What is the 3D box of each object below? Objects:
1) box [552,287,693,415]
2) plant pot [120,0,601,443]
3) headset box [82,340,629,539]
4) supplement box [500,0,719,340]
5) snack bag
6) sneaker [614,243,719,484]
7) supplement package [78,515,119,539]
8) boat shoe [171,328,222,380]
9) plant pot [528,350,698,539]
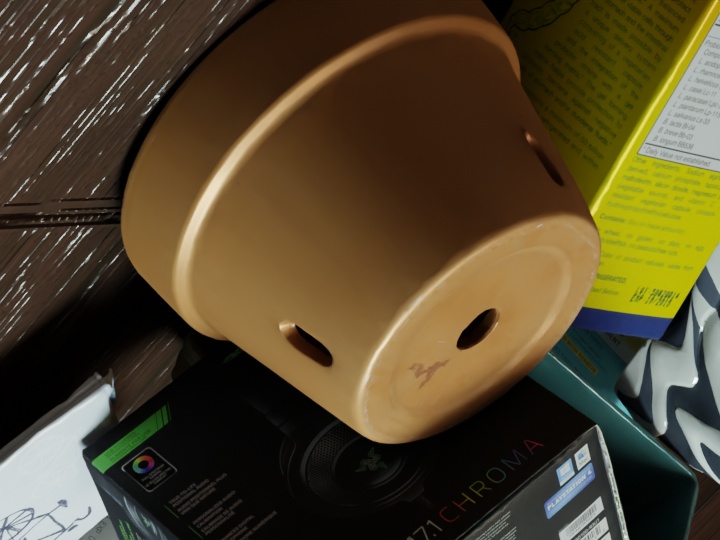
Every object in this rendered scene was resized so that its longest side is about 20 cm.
[{"bbox_3d":[0.150,0.005,1.481,0.049,0.082,0.200,-29,157,-33],"label":"box"},{"bbox_3d":[0.014,-0.019,1.193,0.199,0.140,0.201,-32,152,-19],"label":"plant pot"},{"bbox_3d":[-0.007,0.104,1.267,0.174,0.200,0.093,-37,137,-19],"label":"headset box"},{"bbox_3d":[0.130,-0.081,1.293,0.108,0.110,0.201,9,118,-46],"label":"supplement box"},{"bbox_3d":[-0.185,0.141,1.302,0.200,0.021,0.189,-38,162,-12],"label":"snack bag"},{"bbox_3d":[0.225,0.048,1.393,0.079,0.130,0.199,-19,151,-48],"label":"sneaker"},{"bbox_3d":[-0.125,0.205,1.508,0.114,0.109,0.200,-52,170,-30],"label":"supplement package"},{"bbox_3d":[-0.055,0.070,1.432,0.066,0.074,0.200,-49,162,9],"label":"boat shoe"},{"bbox_3d":[0.053,0.158,1.438,0.200,0.141,0.142,-31,-152,42],"label":"plant pot"}]
